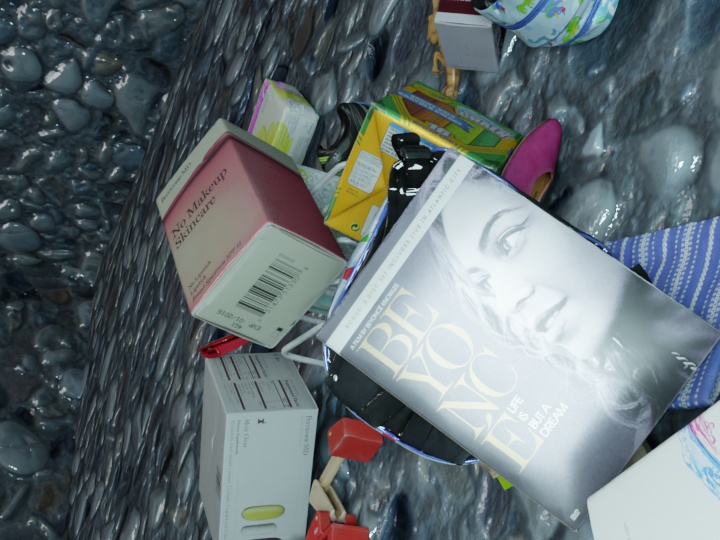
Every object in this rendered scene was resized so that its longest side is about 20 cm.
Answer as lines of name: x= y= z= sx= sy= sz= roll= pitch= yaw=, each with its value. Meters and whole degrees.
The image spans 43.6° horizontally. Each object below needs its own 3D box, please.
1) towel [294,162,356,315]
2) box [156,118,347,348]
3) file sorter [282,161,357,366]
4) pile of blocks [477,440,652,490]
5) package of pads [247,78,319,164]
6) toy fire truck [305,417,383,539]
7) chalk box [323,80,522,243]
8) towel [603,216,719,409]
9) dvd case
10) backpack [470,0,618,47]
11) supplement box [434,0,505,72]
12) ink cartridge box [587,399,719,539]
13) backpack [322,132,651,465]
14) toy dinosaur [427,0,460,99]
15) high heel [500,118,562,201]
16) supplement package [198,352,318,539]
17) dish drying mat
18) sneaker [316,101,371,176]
towel: x=-0.073 y=-0.041 z=1.103 sx=0.048 sy=0.200 sz=0.171 roll=149 pitch=134 yaw=-65
box: x=-0.118 y=-0.041 z=0.930 sx=0.128 sy=0.109 sz=0.200 roll=-48 pitch=41 yaw=17
file sorter: x=0.000 y=0.000 z=0.987 sx=0.139 sy=0.124 sz=0.200 roll=-34 pitch=45 yaw=55
pile of blocks: x=0.141 y=0.141 z=0.660 sx=0.082 sy=0.062 sz=0.200 roll=-34 pitch=9 yaw=-21
package of pads: x=-0.139 y=-0.233 z=1.539 sx=0.155 sy=0.068 sz=0.200 roll=-67 pitch=25 yaw=20
toy fire truck: x=-0.035 y=0.273 z=1.009 sx=0.200 sy=0.049 sz=0.141 roll=-56 pitch=29 yaw=39
chalk box: x=0.069 y=-0.095 z=0.861 sx=0.124 sy=0.125 sz=0.200 roll=-65 pitch=-7 yaw=26
towel: x=0.189 y=0.031 z=0.637 sx=0.200 sy=0.024 sz=0.145 roll=-18 pitch=44 yaw=63
dvd case: x=0.093 y=0.040 z=0.556 sx=0.149 sy=0.200 sz=0.016 roll=-54 pitch=-11 yaw=3
backpack: x=0.177 y=-0.298 z=0.791 sx=0.200 sy=0.154 sz=0.163 roll=-56 pitch=22 yaw=-13
supplement box: x=0.128 y=-0.321 z=0.934 sx=0.109 sy=0.061 sz=0.200 roll=44 pitch=-124 yaw=-73
ink cartridge box: x=0.223 y=0.105 z=0.403 sx=0.200 sy=0.145 sz=0.084 roll=-54 pitch=30 yaw=41
backpack: x=0.063 y=0.035 z=0.640 sx=0.191 sy=0.200 sz=0.154 roll=-56 pitch=-7 yaw=-11
toy dinosaur: x=0.094 y=-0.281 z=0.999 sx=0.106 sy=0.060 sz=0.200 roll=-72 pitch=-32 yaw=-64
high heel: x=0.158 y=-0.035 z=0.790 sx=0.096 sy=0.067 sz=0.200 roll=23 pitch=85 yaw=23
supplement package: x=-0.131 y=0.225 z=1.118 sx=0.156 sy=0.111 sz=0.200 roll=-131 pitch=43 yaw=-62
dish drying mat: x=-0.106 y=0.062 z=1.148 sx=0.077 sy=0.200 sz=0.018 roll=-19 pitch=95 yaw=63
sneaker: x=-0.027 y=-0.129 z=1.198 sx=0.071 sy=0.083 sz=0.200 roll=8 pitch=83 yaw=67
